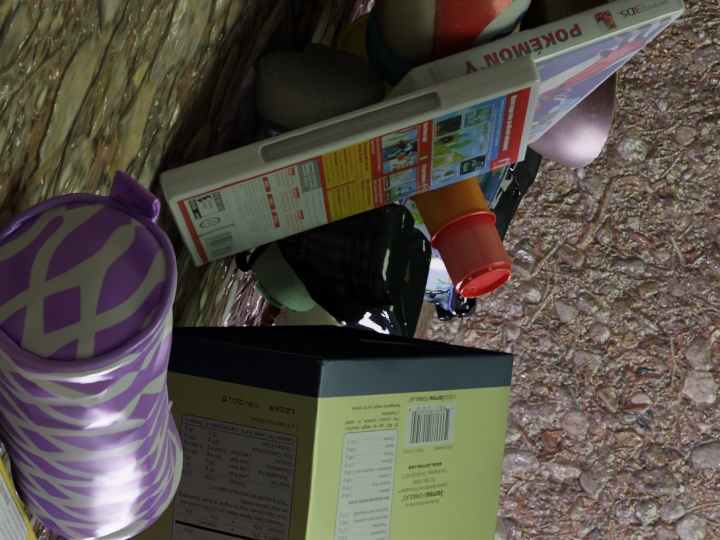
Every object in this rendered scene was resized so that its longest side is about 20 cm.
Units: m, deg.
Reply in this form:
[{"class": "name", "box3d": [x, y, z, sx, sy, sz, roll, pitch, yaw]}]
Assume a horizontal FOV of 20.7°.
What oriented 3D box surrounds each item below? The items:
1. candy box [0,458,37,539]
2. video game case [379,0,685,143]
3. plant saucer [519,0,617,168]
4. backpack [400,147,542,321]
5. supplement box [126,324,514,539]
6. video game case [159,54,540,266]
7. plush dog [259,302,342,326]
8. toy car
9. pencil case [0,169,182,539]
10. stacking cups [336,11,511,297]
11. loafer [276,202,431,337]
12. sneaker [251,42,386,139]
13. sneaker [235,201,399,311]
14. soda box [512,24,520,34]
[{"class": "candy box", "box3d": [-0.179, 0.146, 0.867, 0.200, 0.026, 0.103, 97, 14, -68]}, {"class": "video game case", "box3d": [0.070, -0.093, 1.145, 0.181, 0.023, 0.200, -21, 170, -27]}, {"class": "plant saucer", "box3d": [0.110, -0.164, 1.307, 0.200, 0.036, 0.202, 166, -90, -75]}, {"class": "backpack", "box3d": [0.063, -0.073, 1.620, 0.200, 0.146, 0.184, 96, 18, -81]}, {"class": "supplement box", "box3d": [-0.027, 0.139, 1.107, 0.199, 0.133, 0.202, 2, 95, -55]}, {"class": "video game case", "box3d": [-0.004, -0.055, 1.053, 0.143, 0.198, 0.018, 85, -13, -76]}, {"class": "plush dog", "box3d": [-0.011, 0.084, 1.435, 0.161, 0.199, 0.172, -52, 174, 4]}, {"class": "toy car", "box3d": [0.103, -0.205, 1.090, 0.184, 0.198, 0.179, 103, -17, -74]}, {"class": "pencil case", "box3d": [-0.111, 0.045, 0.822, 0.086, 0.084, 0.200, -46, 165, -22]}, {"class": "stacking cups", "box3d": [0.050, -0.080, 1.306, 0.060, 0.201, 0.061, -22, 158, -9]}, {"class": "loafer", "box3d": [0.000, 0.000, 1.213, 0.200, 0.072, 0.073, 67, 34, -69]}, {"class": "sneaker", "box3d": [-0.026, -0.083, 1.166, 0.200, 0.073, 0.083, -39, 148, -76]}, {"class": "sneaker", "box3d": [-0.035, -0.040, 1.331, 0.118, 0.074, 0.201, -48, -169, 12]}, {"class": "soda box", "box3d": [0.071, -0.207, 1.215, 0.064, 0.067, 0.202, 6, 94, -75]}]
